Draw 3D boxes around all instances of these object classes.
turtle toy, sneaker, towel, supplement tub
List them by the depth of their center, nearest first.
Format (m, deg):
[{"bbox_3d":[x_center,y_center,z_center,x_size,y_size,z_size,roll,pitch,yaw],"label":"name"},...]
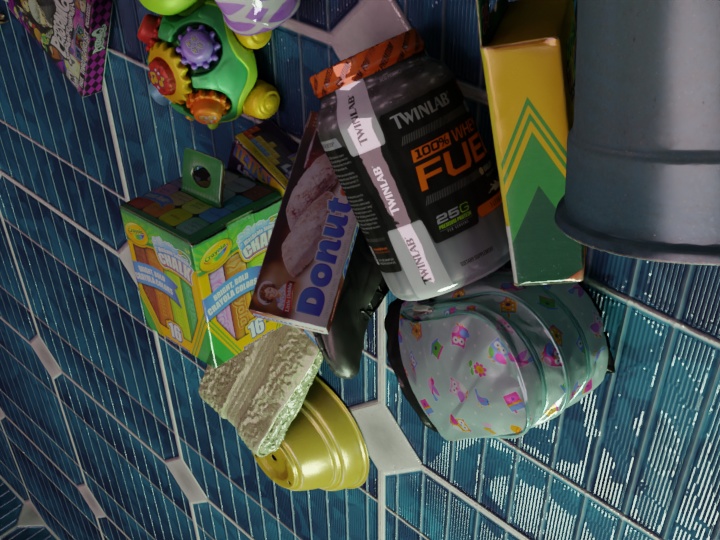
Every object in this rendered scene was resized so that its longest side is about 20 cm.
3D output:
[{"bbox_3d":[0.042,-0.087,0.731,0.123,0.123,0.200,-9,111,53],"label":"supplement tub"},{"bbox_3d":[0.000,0.000,0.821,0.076,0.091,0.200,48,-137,-76],"label":"sneaker"},{"bbox_3d":[-0.167,-0.230,0.888,0.146,0.101,0.200,27,135,36],"label":"turtle toy"},{"bbox_3d":[-0.122,0.116,1.100,0.148,0.036,0.200,39,113,27],"label":"towel"}]

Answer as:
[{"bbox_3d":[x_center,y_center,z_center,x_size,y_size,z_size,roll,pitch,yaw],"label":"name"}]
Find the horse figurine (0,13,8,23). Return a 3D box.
[{"bbox_3d":[-0.604,-0.411,1.313,0.200,0.050,0.133,46,157,4],"label":"horse figurine"}]

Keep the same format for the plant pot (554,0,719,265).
[{"bbox_3d":[0.198,-0.128,0.467,0.200,0.200,0.196,12,117,45],"label":"plant pot"}]

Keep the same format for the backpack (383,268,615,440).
[{"bbox_3d":[0.116,0.075,0.763,0.200,0.127,0.167,-18,103,56],"label":"backpack"}]

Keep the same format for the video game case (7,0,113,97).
[{"bbox_3d":[-0.377,-0.347,1.107,0.181,0.036,0.200,50,145,13],"label":"video game case"}]

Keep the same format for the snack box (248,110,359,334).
[{"bbox_3d":[-0.037,-0.046,0.795,0.072,0.200,0.024,13,162,8],"label":"snack box"}]

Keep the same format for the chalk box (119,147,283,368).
[{"bbox_3d":[-0.158,-0.026,0.923,0.125,0.124,0.200,24,133,37],"label":"chalk box"}]

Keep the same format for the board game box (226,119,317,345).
[{"bbox_3d":[-0.069,-0.037,0.964,0.200,0.057,0.165,46,142,16],"label":"board game box"}]

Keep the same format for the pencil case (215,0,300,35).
[{"bbox_3d":[-0.116,-0.294,0.743,0.086,0.084,0.200,60,176,39],"label":"pencil case"}]

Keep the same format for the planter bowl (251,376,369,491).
[{"bbox_3d":[-0.089,0.227,1.173,0.200,0.083,0.200,31,138,33],"label":"planter bowl"}]

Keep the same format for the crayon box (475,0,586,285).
[{"bbox_3d":[0.124,-0.107,0.608,0.051,0.127,0.200,-3,119,20],"label":"crayon box"}]
